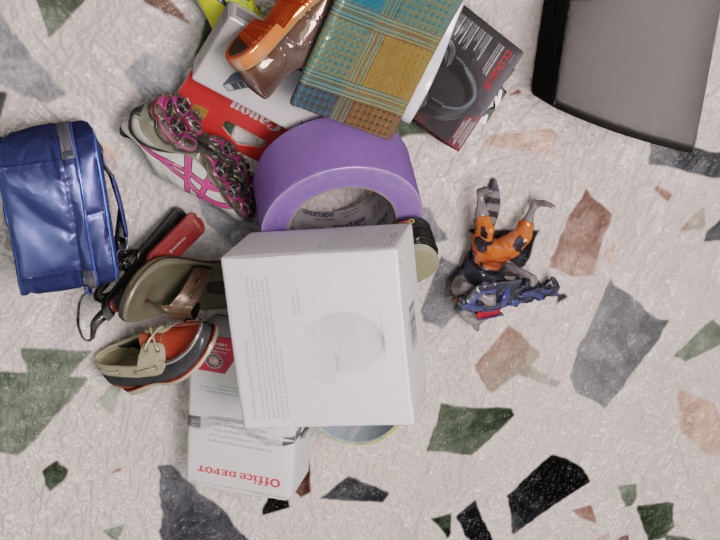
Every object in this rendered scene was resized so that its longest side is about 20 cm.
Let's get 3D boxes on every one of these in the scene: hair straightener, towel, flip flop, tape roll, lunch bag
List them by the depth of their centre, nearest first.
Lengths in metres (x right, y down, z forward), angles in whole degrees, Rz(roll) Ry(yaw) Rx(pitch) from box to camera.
[{"bbox_3d":[0.020,-0.253,1.271,0.145,0.022,0.202,15,112,-33],"label":"towel"},{"bbox_3d":[-0.338,-0.067,1.325,0.130,0.136,0.203,-11,109,-13],"label":"lunch bag"},{"bbox_3d":[-0.028,-0.084,1.388,0.197,0.086,0.201,-8,141,-6],"label":"tape roll"},{"bbox_3d":[-0.204,0.030,1.395,0.198,0.057,0.082,-1,120,-48],"label":"flip flop"},{"bbox_3d":[-0.276,0.003,1.401,0.201,0.077,0.041,-53,131,-14],"label":"hair straightener"}]

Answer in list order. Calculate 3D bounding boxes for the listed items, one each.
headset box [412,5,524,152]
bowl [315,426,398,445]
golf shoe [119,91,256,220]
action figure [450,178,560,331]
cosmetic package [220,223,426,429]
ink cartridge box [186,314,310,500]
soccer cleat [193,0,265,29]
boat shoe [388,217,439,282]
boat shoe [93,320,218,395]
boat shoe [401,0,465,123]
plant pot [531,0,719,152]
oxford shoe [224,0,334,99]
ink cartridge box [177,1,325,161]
[{"bbox_3d":[0.093,-0.256,1.428,0.199,0.077,0.150,33,95,-21],"label":"headset box"},{"bbox_3d":[0.007,0.111,1.486,0.107,0.198,0.203,-21,120,-56],"label":"bowl"},{"bbox_3d":[-0.202,-0.131,1.393,0.091,0.073,0.200,-17,131,33],"label":"golf shoe"},{"bbox_3d":[0.187,-0.013,1.541,0.198,0.104,0.196,3,115,-45],"label":"action figure"},{"bbox_3d":[-0.037,0.062,1.297,0.197,0.123,0.203,-3,105,11],"label":"cosmetic package"},{"bbox_3d":[-0.138,0.172,1.458,0.143,0.083,0.203,8,107,12],"label":"ink cartridge box"},{"bbox_3d":[-0.142,-0.294,1.339,0.065,0.083,0.201,-44,114,-16],"label":"soccer cleat"},{"bbox_3d":[0.001,0.002,1.380,0.199,0.064,0.074,-25,135,19],"label":"boat shoe"},{"bbox_3d":[-0.247,0.098,1.392,0.062,0.199,0.072,41,48,-26],"label":"boat shoe"},{"bbox_3d":[0.072,-0.276,1.343,0.065,0.070,0.202,22,103,-1],"label":"boat shoe"},{"bbox_3d":[0.318,-0.270,1.436,0.174,0.200,0.203,4,106,-6],"label":"plant pot"},{"bbox_3d":[-0.058,-0.273,1.275,0.200,0.071,0.073,-42,125,-7],"label":"oxford shoe"},{"bbox_3d":[-0.110,-0.195,1.364,0.198,0.045,0.177,25,124,-22],"label":"ink cartridge box"}]
